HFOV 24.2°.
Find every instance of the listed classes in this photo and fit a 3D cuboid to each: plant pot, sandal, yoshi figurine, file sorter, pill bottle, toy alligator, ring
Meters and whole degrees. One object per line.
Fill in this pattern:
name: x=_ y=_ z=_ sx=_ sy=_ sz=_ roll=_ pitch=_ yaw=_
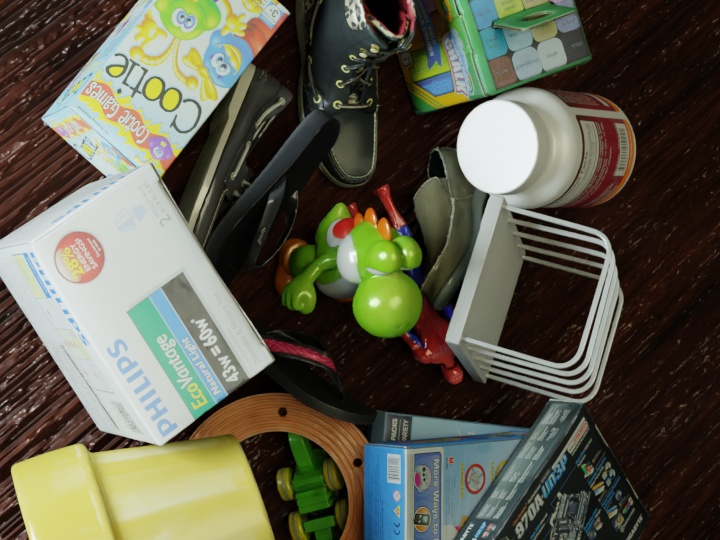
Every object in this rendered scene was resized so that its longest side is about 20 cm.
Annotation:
plant pot: x=-0.174 y=0.227 z=1.406 sx=0.187 sy=0.201 sz=0.203 roll=-19 pitch=96 yaw=-11
sandal: x=-0.066 y=0.072 z=1.506 sx=0.199 sy=0.075 sz=0.045 roll=36 pitch=100 yaw=13
yoshi figurine: x=-0.004 y=0.015 z=1.506 sx=0.112 sy=0.200 sz=0.113 roll=46 pitch=71 yaw=-16
file sorter: x=0.169 y=0.035 z=1.564 sx=0.123 sy=0.200 sz=0.140 roll=15 pitch=80 yaw=15
pill bottle: x=0.174 y=-0.116 z=1.591 sx=0.199 sy=0.112 sz=0.114 roll=-4 pitch=90 yaw=-58
toy alligator: x=-0.030 y=0.238 z=1.567 sx=0.059 sy=0.054 sz=0.202 roll=-15 pitch=95 yaw=15
sandal: x=-0.079 y=-0.055 z=1.520 sx=0.043 sy=0.076 sz=0.201 roll=36 pitch=92 yaw=17
ring: x=-0.074 y=0.210 z=1.526 sx=0.198 sy=0.019 sz=0.203 roll=0 pitch=94 yaw=4

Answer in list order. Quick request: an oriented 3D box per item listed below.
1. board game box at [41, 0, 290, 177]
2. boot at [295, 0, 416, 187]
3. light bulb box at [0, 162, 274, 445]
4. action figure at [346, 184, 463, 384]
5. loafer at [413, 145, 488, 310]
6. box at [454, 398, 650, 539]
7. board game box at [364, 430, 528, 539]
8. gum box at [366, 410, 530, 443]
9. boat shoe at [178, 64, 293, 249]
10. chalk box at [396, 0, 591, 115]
board game box: x=-0.173 y=-0.181 z=1.490 sx=0.103 sy=0.105 sz=0.201 roll=42 pitch=74 yaw=-17
boot: x=-0.002 y=-0.183 z=1.538 sx=0.073 sy=0.153 sz=0.206 roll=-8 pitch=91 yaw=-23
light bulb box: x=-0.199 y=0.029 z=1.419 sx=0.124 sy=0.200 sz=0.199 roll=-36 pitch=102 yaw=-20
action figure: x=0.048 y=0.019 z=1.610 sx=0.065 sy=0.052 sz=0.202 roll=-28 pitch=93 yaw=-17
loafer: x=0.077 y=-0.044 z=1.588 sx=0.069 sy=0.076 sz=0.201 roll=22 pitch=42 yaw=-7
box: x=0.177 y=0.246 z=1.547 sx=0.200 sy=0.046 sz=0.160 roll=-51 pitch=122 yaw=-30
board game box: x=0.091 y=0.253 z=1.537 sx=0.194 sy=0.056 sz=0.203 roll=1 pitch=89 yaw=-43
gum box: x=0.095 y=0.231 z=1.627 sx=0.198 sy=0.044 sz=0.172 roll=9 pitch=85 yaw=-23
boat shoe: x=-0.116 y=-0.091 z=1.530 sx=0.062 sy=0.073 sz=0.202 roll=24 pitch=74 yaw=-18
chalk box: x=0.125 y=-0.231 z=1.571 sx=0.124 sy=0.200 sz=0.125 roll=-21 pitch=96 yaw=-23
